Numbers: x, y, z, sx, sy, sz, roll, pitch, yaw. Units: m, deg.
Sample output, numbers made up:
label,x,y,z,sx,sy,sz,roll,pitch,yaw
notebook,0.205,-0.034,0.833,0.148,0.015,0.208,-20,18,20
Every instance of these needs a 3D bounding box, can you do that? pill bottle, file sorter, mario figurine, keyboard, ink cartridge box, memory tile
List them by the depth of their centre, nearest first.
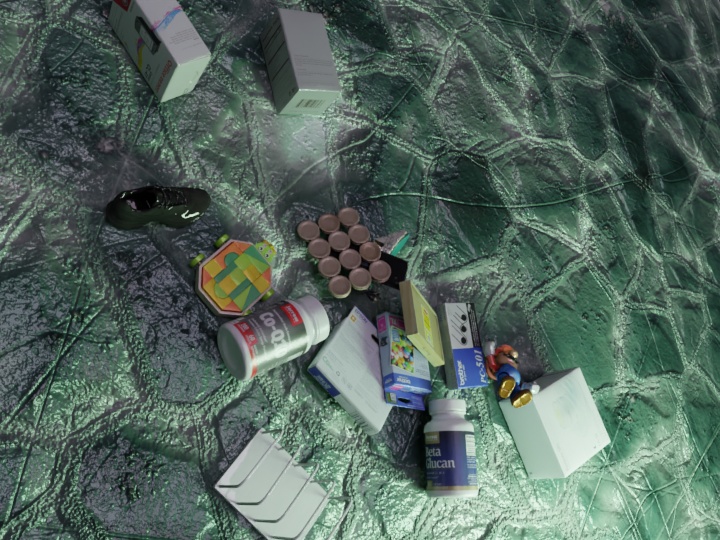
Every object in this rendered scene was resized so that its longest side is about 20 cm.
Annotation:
label,x,y,z,sx,sy,sz,roll,pitch,yaw
file sorter,-0.136,0.402,1.150,0.200,0.124,0.139,47,55,-10
pill bottle,-0.165,0.124,1.230,0.199,0.114,0.115,-22,86,-35
ink cartridge box,-0.402,-0.464,1.257,0.085,0.147,0.201,-33,92,-35
ink cartridge box,0.003,0.208,1.345,0.197,0.043,0.200,48,40,-10
pill bottle,0.193,0.385,1.373,0.110,0.111,0.203,10,68,-29
memory tile,-0.035,-0.042,1.378,0.152,0.017,0.201,-22,66,-21
keyboard,0.000,0.000,1.381,0.198,0.021,0.128,21,60,2
ink cartridge box,0.097,0.198,1.387,0.118,0.042,0.202,19,55,-37
mario figurine,0.351,0.229,1.487,0.105,0.200,0.125,-15,108,5
ink cartridge box,0.241,0.180,1.514,0.093,0.044,0.203,1,74,-30

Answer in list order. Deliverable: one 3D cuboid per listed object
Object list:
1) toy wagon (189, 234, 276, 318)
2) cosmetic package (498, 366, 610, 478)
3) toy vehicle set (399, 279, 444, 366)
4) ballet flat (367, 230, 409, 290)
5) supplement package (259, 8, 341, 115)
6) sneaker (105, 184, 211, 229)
label,x,y,z,sx,sy,sz,roll,pitch,yaw
toy wagon,-0.239,0.000,1.271,0.156,0.039,0.200,50,55,-9
cosmetic package,0.476,0.371,1.553,0.198,0.123,0.201,-20,85,-34
toy vehicle set,0.137,0.120,1.397,0.200,0.026,0.126,49,30,-54
ballet flat,0.041,-0.036,1.447,0.072,0.072,0.200,45,58,-11
supplement package,-0.139,-0.472,1.446,0.116,0.117,0.202,-7,78,-33
sneaker,-0.372,-0.125,1.198,0.198,0.091,0.077,-16,80,-36
